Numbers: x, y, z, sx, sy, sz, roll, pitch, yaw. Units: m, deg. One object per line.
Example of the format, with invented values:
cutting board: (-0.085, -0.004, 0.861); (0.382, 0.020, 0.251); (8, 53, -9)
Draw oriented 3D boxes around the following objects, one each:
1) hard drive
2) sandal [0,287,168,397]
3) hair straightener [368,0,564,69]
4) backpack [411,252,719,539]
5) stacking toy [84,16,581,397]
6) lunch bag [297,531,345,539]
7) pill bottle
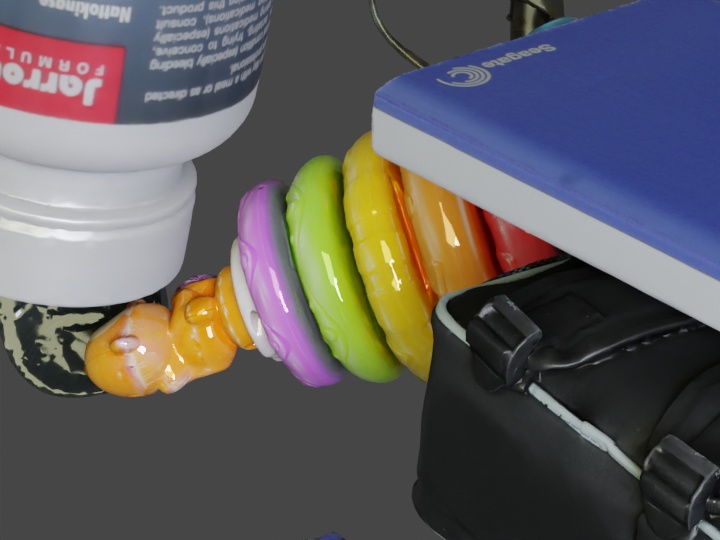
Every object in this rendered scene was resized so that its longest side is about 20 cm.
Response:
hard drive: (0.116, -0.025, 0.823); (0.200, 0.131, 0.026); (29, 128, 44)
sandal: (-0.111, -0.057, 1.020); (0.075, 0.048, 0.202); (-18, 84, 7)
hair straightener: (0.033, -0.149, 1.016); (0.076, 0.041, 0.202); (0, 90, 9)
backpack: (0.135, 0.058, 0.843); (0.199, 0.151, 0.177); (-24, 40, -29)
stacking toy: (0.000, 0.000, 0.976); (0.199, 0.116, 0.111); (-18, 83, 14)
lunch bag: (-0.084, 0.156, 0.940); (0.200, 0.170, 0.128); (-41, 82, 4)
pill bottle: (-0.084, -0.097, 0.921); (0.119, 0.120, 0.201); (14, 116, 9)
